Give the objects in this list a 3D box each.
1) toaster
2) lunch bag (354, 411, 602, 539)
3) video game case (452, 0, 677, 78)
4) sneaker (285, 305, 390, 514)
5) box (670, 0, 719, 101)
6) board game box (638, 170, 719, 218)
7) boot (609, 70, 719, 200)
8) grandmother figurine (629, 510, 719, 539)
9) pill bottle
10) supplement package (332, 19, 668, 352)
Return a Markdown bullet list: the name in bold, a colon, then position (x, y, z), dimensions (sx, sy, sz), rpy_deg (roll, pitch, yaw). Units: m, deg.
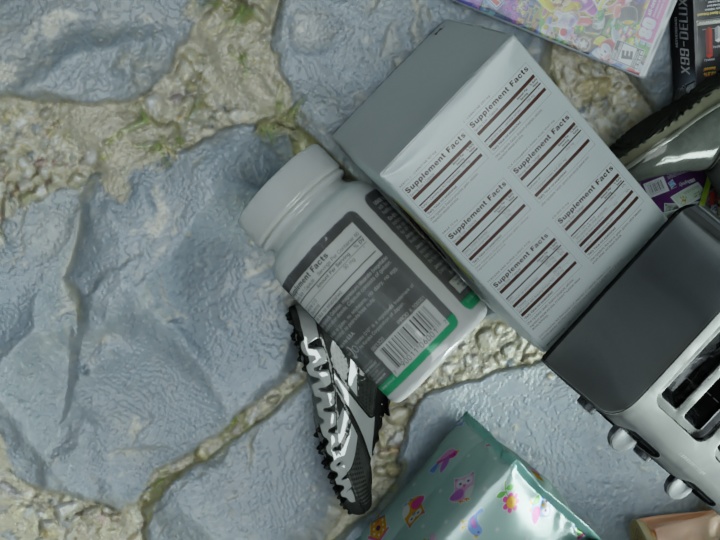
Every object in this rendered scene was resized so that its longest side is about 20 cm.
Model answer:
- **toaster**: position (0.269, 0.067, 1.004), dimensions (0.200, 0.119, 0.180), rpy_deg (-47, 123, 5)
- **lunch bag**: position (0.121, 0.261, 1.200), dimensions (0.171, 0.122, 0.200), rpy_deg (-47, 120, -2)
- **video game case**: position (0.176, -0.266, 1.111), dimensions (0.197, 0.018, 0.145), rpy_deg (22, 99, -2)
- **sneaker**: position (-0.001, 0.118, 1.162), dimensions (0.089, 0.066, 0.203), rpy_deg (-14, 104, -7)
- **box**: position (0.377, -0.221, 1.177), dimensions (0.197, 0.050, 0.160), rpy_deg (-10, 106, -11)
- **board game box**: position (0.362, -0.059, 1.194), dimensions (0.197, 0.032, 0.122), rpy_deg (-21, 75, -4)
- **boot**: position (0.321, -0.057, 1.134), dimensions (0.180, 0.073, 0.202), rpy_deg (-30, 103, -1)
- **grandmother figurine**: position (0.360, 0.252, 1.287), dimensions (0.197, 0.061, 0.123), rpy_deg (-9, 132, -14)
- **pill bottle**: position (0.000, 0.000, 1.084), dimensions (0.113, 0.113, 0.200), rpy_deg (-43, 86, 0)
- **supplement package**: position (0.108, -0.075, 1.075), dimensions (0.147, 0.191, 0.200), rpy_deg (-44, 108, 1)
